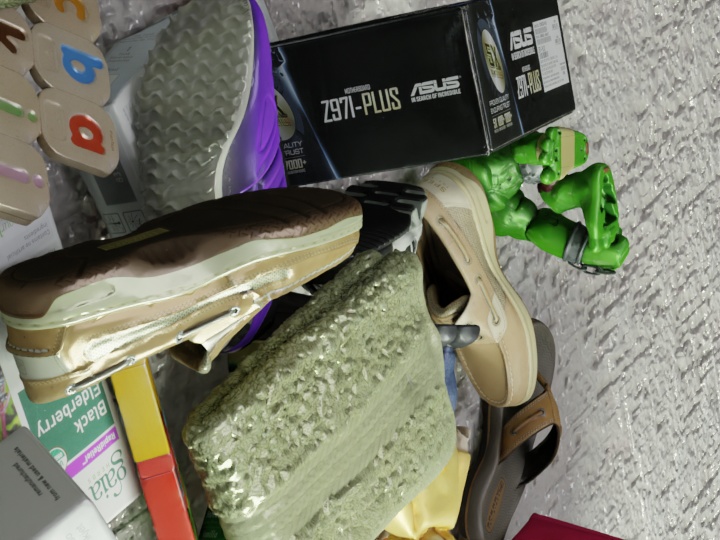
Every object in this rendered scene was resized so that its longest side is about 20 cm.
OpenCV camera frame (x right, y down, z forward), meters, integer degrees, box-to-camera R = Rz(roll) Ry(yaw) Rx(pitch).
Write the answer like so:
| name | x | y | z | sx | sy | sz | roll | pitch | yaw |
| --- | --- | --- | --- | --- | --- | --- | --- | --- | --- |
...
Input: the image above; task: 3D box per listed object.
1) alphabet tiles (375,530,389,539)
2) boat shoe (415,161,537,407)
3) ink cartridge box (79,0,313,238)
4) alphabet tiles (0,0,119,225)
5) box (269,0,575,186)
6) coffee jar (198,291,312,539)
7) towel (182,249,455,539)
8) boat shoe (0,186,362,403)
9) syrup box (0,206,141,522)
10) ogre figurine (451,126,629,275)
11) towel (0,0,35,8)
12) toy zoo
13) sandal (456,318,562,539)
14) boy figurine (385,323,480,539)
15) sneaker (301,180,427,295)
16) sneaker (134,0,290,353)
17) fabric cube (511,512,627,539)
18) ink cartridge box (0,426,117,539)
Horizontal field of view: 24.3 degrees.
| name | x | y | z | sx | sy | sz | roll | pitch | yaw |
| --- | --- | --- | --- | --- | --- | --- | --- | --- | --- |
| alphabet tiles | -0.002 | 0.162 | 1.163 | 0.195 | 0.014 | 0.202 | -15 | 103 | -55 |
| boat shoe | 0.074 | 0.022 | 1.242 | 0.064 | 0.071 | 0.202 | -38 | 117 | -38 |
| ink cartridge box | -0.097 | -0.079 | 1.016 | 0.201 | 0.050 | 0.163 | -64 | 140 | -51 |
| alphabet tiles | -0.199 | -0.119 | 0.792 | 0.195 | 0.015 | 0.202 | 19 | 50 | -45 |
| box | 0.028 | -0.116 | 1.042 | 0.200 | 0.162 | 0.087 | -29 | 109 | -64 |
| coffee jar | -0.040 | 0.116 | 1.029 | 0.103 | 0.085 | 0.202 | 14 | 76 | -24 |
| towel | -0.013 | 0.090 | 0.944 | 0.200 | 0.036 | 0.150 | -40 | 121 | -41 |
| boat shoe | -0.084 | 0.013 | 0.833 | 0.198 | 0.071 | 0.077 | -17 | 110 | -28 |
| syrup box | -0.186 | 0.045 | 0.840 | 0.079 | 0.081 | 0.202 | -38 | 121 | -47 |
| ogre figurine | 0.122 | -0.073 | 1.259 | 0.200 | 0.119 | 0.099 | 31 | 70 | -50 |
| towel | -0.189 | -0.198 | 0.818 | 0.200 | 0.036 | 0.149 | -27 | 90 | -57 |
| toy zoo | -0.117 | 0.084 | 0.921 | 0.131 | 0.020 | 0.202 | -123 | -161 | -68 |
| sandal | 0.128 | 0.136 | 1.330 | 0.082 | 0.054 | 0.202 | 48 | 53 | -45 |
| boy figurine | 0.042 | 0.137 | 1.147 | 0.124 | 0.064 | 0.202 | 11 | 78 | -58 |
| sneaker | 0.000 | 0.000 | 1.098 | 0.200 | 0.073 | 0.090 | -30 | 129 | -69 |
| sneaker | -0.072 | -0.053 | 0.935 | 0.099 | 0.069 | 0.203 | 1 | 93 | -62 |
| fabric cube | 0.173 | 0.333 | 1.259 | 0.199 | 0.195 | 0.202 | -35 | 127 | -48 |
| ink cartridge box | -0.188 | 0.195 | 0.767 | 0.199 | 0.084 | 0.145 | -37 | 125 | -15 |
